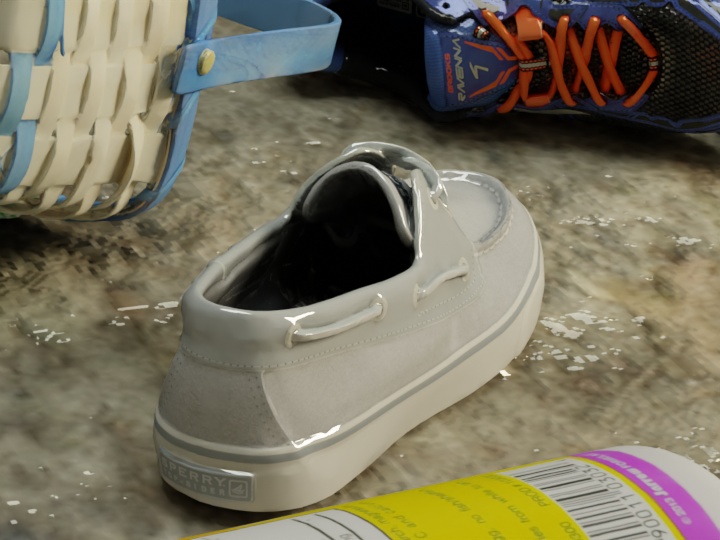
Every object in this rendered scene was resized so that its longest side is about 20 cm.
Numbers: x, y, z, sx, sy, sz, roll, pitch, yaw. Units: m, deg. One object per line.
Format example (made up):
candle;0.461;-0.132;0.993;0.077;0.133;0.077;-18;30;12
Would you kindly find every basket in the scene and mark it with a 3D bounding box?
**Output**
basket;-0.120;-0.093;0.918;0.176;0.140;0.200;20;22;22

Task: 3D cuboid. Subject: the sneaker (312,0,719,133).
sneaker;0.057;-0.080;1.026;0.199;0.076;0.078;10;33;29

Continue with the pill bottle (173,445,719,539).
pill bottle;-0.012;0.101;0.561;0.199;0.105;0.104;-9;28;-29

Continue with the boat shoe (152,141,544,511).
boat shoe;0.000;0.000;0.824;0.072;0.069;0.200;18;28;26
